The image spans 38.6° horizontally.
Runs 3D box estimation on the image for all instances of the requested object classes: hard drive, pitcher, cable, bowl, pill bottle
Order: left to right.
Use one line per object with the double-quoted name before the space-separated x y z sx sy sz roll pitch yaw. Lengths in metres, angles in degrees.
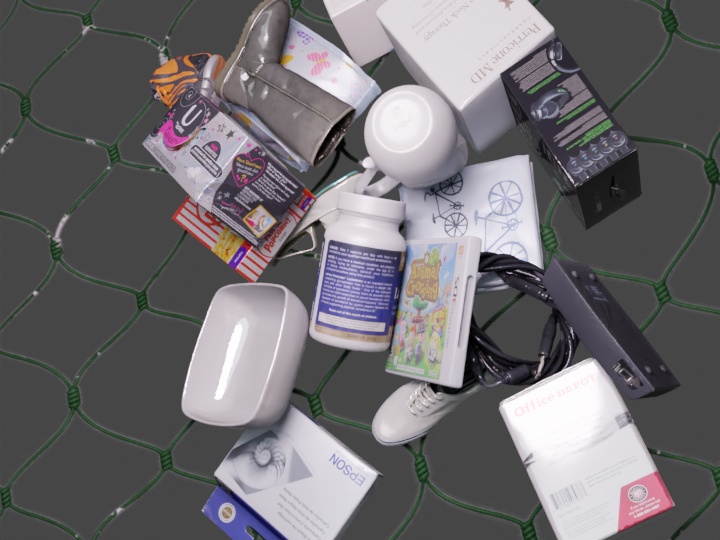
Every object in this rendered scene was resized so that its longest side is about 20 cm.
"bowl" -0.150 0.124 1.416 0.198 0.074 0.203 -2 67 50
"pill bottle" 0.000 0.000 1.387 0.114 0.115 0.203 12 96 20
"pitcher" 0.054 -0.158 1.374 0.170 0.200 0.122 -33 76 7
"cable" 0.195 0.051 1.327 0.161 0.051 0.202 -14 63 -11
"hard drive" 0.311 0.075 1.288 0.042 0.134 0.201 -43 66 22

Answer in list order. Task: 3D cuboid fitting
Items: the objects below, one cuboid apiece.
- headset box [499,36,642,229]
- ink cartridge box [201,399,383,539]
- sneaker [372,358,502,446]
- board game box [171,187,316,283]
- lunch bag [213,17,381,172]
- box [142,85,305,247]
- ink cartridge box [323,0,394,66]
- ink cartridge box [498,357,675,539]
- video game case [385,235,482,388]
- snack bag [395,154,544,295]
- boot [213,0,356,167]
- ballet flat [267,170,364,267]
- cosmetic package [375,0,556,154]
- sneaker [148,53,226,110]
"headset box" 0.281 -0.169 1.343 0.092 0.174 0.202 -31 67 6
"ink cartridge box" -0.101 0.302 1.397 0.198 0.041 0.201 33 86 23
"sneaker" 0.095 0.161 1.360 0.199 0.071 0.073 -36 67 5
"board game box" -0.173 -0.090 1.497 0.152 0.046 0.199 -54 44 -3
"lunch bag" -0.087 -0.250 1.513 0.199 0.127 0.170 37 85 33
"box" -0.191 -0.148 1.420 0.115 0.132 0.200 -50 43 1
"ink cartridge box" 0.002 -0.436 1.529 0.127 0.125 0.202 -25 60 8
"ink cartridge box" 0.278 0.232 1.274 0.144 0.083 0.202 -26 67 8
"video game case" 0.090 0.050 1.329 0.022 0.200 0.185 10 86 -21
"snack bag" 0.151 -0.056 1.434 0.197 0.021 0.192 -9 71 14
"boot" -0.089 -0.263 1.415 0.199 0.072 0.184 32 97 29
"ballet flat" -0.066 -0.068 1.488 0.198 0.069 0.070 -31 67 15
"cosmetic package" 0.156 -0.309 1.429 0.167 0.166 0.201 -39 68 3
"sneaker" -0.283 -0.248 1.608 0.110 0.078 0.203 7 66 23
